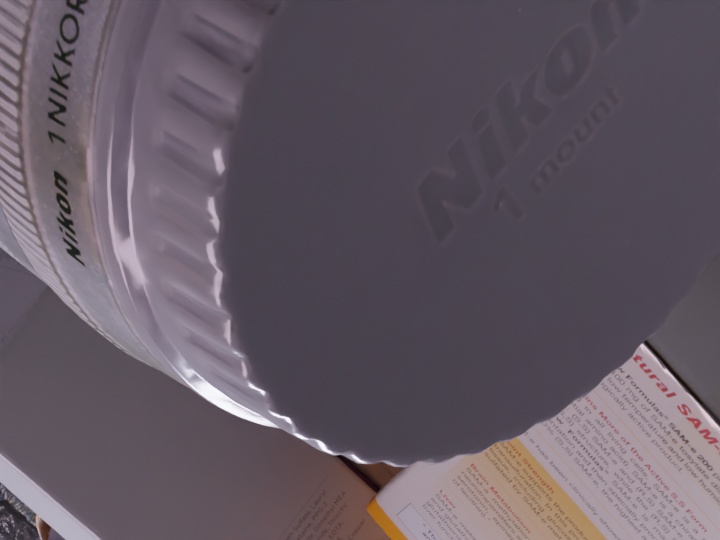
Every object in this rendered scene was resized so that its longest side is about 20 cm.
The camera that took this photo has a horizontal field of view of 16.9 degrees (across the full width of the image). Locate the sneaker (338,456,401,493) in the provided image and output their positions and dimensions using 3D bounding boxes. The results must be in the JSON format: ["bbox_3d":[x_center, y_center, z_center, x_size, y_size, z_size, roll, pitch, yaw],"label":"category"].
[{"bbox_3d":[0.045,0.060,0.909,0.200,0.100,0.075,34,171,7],"label":"sneaker"}]

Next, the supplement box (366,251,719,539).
[{"bbox_3d":[0.095,0.066,0.723,0.126,0.073,0.200,48,152,3],"label":"supplement box"}]

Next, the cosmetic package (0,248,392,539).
[{"bbox_3d":[-0.067,0.073,0.862,0.200,0.081,0.113,46,166,-23],"label":"cosmetic package"}]

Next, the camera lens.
[{"bbox_3d":[-0.029,-0.071,0.498,0.200,0.160,0.160,36,172,41],"label":"camera lens"}]

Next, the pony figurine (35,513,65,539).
[{"bbox_3d":[-0.084,0.125,1.001,0.166,0.200,0.193,7,144,47],"label":"pony figurine"}]
